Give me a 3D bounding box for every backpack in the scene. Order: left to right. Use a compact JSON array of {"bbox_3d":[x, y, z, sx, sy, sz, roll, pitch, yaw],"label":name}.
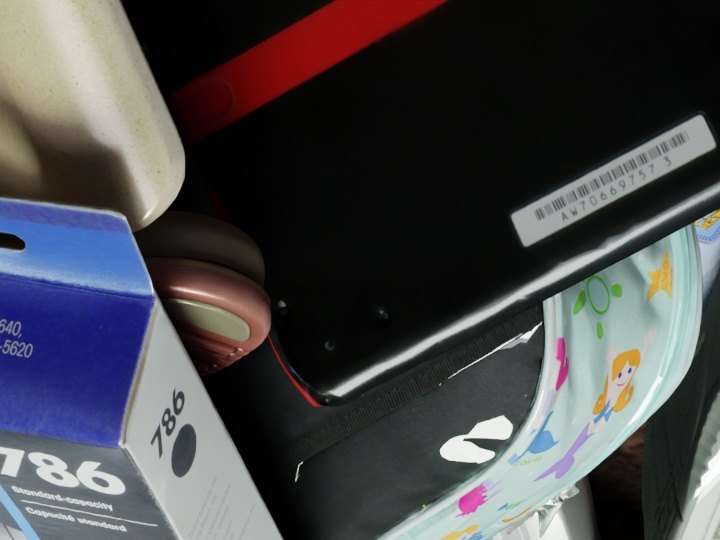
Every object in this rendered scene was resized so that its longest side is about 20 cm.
[{"bbox_3d":[0.000,0.000,0.827,0.150,0.178,0.200,-15,161,-45],"label":"backpack"}]

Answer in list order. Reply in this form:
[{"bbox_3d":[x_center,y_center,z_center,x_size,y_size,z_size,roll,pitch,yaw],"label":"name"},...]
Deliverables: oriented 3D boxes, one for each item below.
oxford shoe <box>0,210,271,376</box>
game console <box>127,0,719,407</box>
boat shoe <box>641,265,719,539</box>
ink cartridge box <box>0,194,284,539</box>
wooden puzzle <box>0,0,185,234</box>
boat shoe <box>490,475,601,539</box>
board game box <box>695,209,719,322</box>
[{"bbox_3d":[-0.092,-0.012,0.767,0.070,0.075,0.200,27,163,-39],"label":"oxford shoe"},{"bbox_3d":[0.036,-0.085,0.723,0.200,0.177,0.031,-28,168,17],"label":"game console"},{"bbox_3d":[0.136,0.043,0.930,0.065,0.075,0.202,9,136,-8],"label":"boat shoe"},{"bbox_3d":[-0.077,0.054,0.729,0.099,0.039,0.200,8,145,24],"label":"ink cartridge box"},{"bbox_3d":[-0.137,-0.097,0.710,0.200,0.046,0.186,1,122,45],"label":"wooden puzzle"},{"bbox_3d":[0.054,0.105,1.073,0.068,0.072,0.200,-9,151,7],"label":"boat shoe"},{"bbox_3d":[0.132,-0.023,0.929,0.199,0.037,0.151,17,138,-23],"label":"board game box"}]
